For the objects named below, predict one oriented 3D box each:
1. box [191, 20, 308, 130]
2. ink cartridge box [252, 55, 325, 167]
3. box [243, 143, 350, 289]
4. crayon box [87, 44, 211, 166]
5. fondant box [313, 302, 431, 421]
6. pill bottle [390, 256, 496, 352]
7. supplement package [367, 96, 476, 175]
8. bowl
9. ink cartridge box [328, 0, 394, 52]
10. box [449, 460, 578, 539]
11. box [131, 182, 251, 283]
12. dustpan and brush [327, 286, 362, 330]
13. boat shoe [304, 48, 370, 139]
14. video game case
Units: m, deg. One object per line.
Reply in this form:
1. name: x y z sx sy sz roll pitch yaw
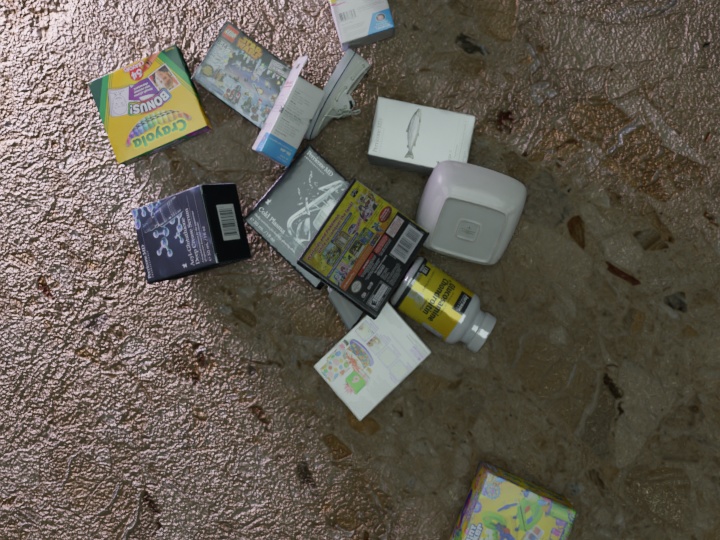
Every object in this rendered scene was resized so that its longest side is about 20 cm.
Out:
1. box: -0.222 -0.383 1.750 0.198 0.040 0.138 34 89 -11
2. ink cartridge box: -0.132 -0.309 1.695 0.066 0.116 0.203 27 92 -18
3. box: -0.092 -0.102 1.722 0.199 0.124 0.197 42 88 1
4. crayon box: -0.426 -0.332 1.762 0.196 0.058 0.176 -23 88 0
5. fondant box: 0.024 0.177 1.745 0.200 0.058 0.145 -43 88 -1
6. pill bottle: 0.166 0.072 1.717 0.198 0.112 0.113 34 90 2
7. supplement package: 0.119 -0.258 1.722 0.195 0.117 0.120 11 91 2
8. bowl: 0.208 -0.099 1.683 0.196 0.075 0.202 17 129 -1
9. ink cartridge box: -0.012 -0.562 1.754 0.113 0.068 0.205 -16 89 1
10. box: 0.291 0.513 1.701 0.189 0.122 0.204 23 90 1
11. box: -0.329 -0.072 1.690 0.197 0.106 0.152 -14 89 34
12. dustpan and brush: 0.000 0.000 1.733 0.057 0.140 0.201 28 70 34
13. boat shoe: -0.038 -0.340 1.754 0.085 0.075 0.205 30 80 -2
14. video game case: 0.007 -0.042 1.620 0.179 0.026 0.202 35 69 -1
